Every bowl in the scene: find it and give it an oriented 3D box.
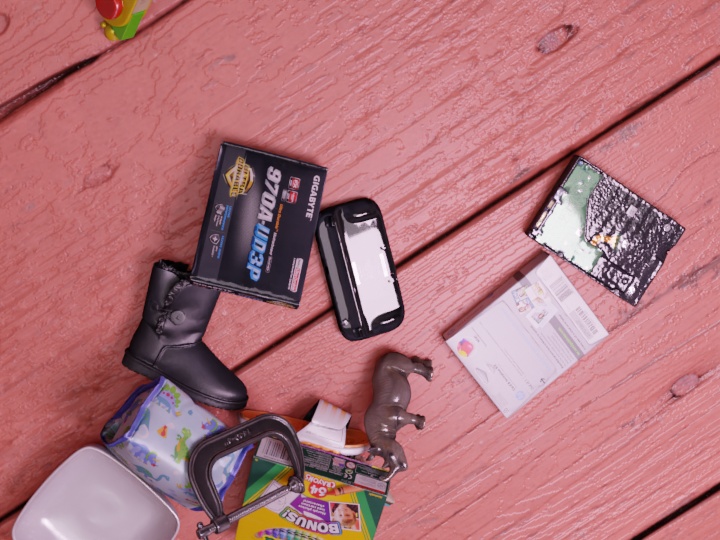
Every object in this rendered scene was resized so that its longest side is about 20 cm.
[{"bbox_3d":[-0.383,0.364,1.576,0.200,0.075,0.200,42,94,-12],"label":"bowl"}]

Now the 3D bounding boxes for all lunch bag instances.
[{"bbox_3d":[-0.269,0.251,1.517,0.169,0.199,0.128,39,57,-12],"label":"lunch bag"}]

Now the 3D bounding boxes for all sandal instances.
[{"bbox_3d":[-0.076,0.218,1.574,0.203,0.079,0.060,13,102,-5],"label":"sandal"}]

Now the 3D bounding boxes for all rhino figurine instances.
[{"bbox_3d":[0.049,0.208,1.553,0.086,0.060,0.203,13,63,-2],"label":"rhino figurine"}]

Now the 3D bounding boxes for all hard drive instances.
[{"bbox_3d":[0.358,-0.058,1.582,0.198,0.038,0.141,31,96,-10],"label":"hard drive"}]

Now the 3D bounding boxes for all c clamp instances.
[{"bbox_3d":[-0.148,0.291,1.444,0.198,0.027,0.173,-28,85,-34],"label":"c clamp"}]

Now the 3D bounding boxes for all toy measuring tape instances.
[{"bbox_3d":[-0.303,-0.389,1.424,0.073,0.074,0.201,30,129,-9],"label":"toy measuring tape"}]

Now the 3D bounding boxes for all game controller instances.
[{"bbox_3d":[0.000,0.000,1.566,0.103,0.042,0.204,-17,102,-16],"label":"game controller"}]

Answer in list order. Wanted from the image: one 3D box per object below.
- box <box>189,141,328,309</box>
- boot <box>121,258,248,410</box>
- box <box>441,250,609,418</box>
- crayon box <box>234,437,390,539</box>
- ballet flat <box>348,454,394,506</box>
[{"bbox_3d":[-0.141,-0.062,1.499,0.156,0.046,0.204,14,77,-7],"label":"box"},{"bbox_3d":[-0.227,0.090,1.537,0.197,0.076,0.170,23,102,-3],"label":"boot"},{"bbox_3d":[0.245,0.096,1.599,0.199,0.041,0.156,-40,101,2],"label":"box"},{"bbox_3d":[-0.070,0.343,1.562,0.196,0.059,0.175,16,121,1],"label":"crayon box"},{"bbox_3d":[-0.033,0.291,1.602,0.197,0.070,0.071,20,98,-8],"label":"ballet flat"}]
